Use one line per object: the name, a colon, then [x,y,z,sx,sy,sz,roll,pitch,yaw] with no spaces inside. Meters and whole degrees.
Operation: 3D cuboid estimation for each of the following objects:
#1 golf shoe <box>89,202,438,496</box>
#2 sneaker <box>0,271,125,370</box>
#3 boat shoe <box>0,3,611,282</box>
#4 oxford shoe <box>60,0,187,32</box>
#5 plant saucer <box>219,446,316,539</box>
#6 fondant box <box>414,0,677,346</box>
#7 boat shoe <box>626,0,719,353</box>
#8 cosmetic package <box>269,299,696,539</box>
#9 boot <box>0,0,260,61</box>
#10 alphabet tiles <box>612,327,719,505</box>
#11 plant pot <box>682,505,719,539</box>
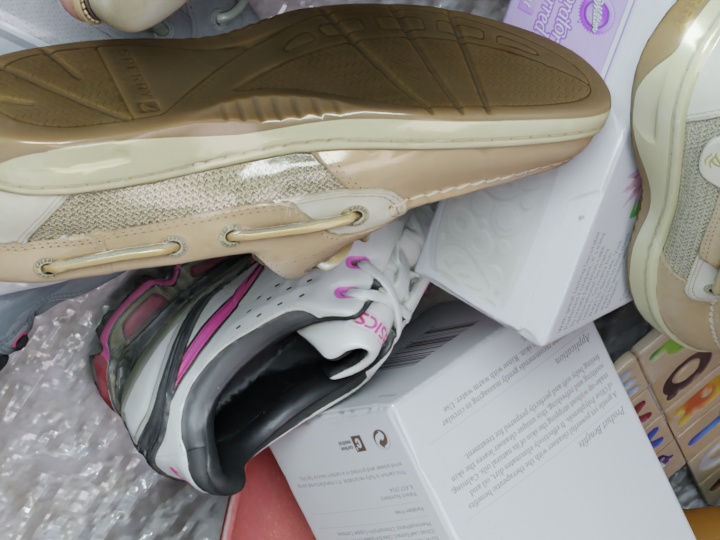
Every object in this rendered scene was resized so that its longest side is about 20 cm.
golf shoe: [0.000,0.000,0.851,0.200,0.092,0.073,-45,131,0]
sneaker: [-0.149,0.039,0.781,0.200,0.084,0.121,-17,125,-14]
boat shoe: [-0.023,-0.035,0.731,0.200,0.071,0.065,-5,125,-13]
oxford shoe: [-0.002,-0.135,0.672,0.200,0.074,0.071,-48,165,0]
plant saucer: [0.015,0.154,0.931,0.199,0.037,0.200,24,67,-31]
fondant box: [0.113,-0.069,0.848,0.200,0.058,0.144,-24,138,-55]
boat shoe: [0.132,-0.020,0.790,0.072,0.065,0.200,-50,155,-19]
cosmetic package: [0.063,0.117,0.897,0.108,0.085,0.200,-31,102,-37]
boot: [-0.057,-0.092,0.753,0.200,0.074,0.096,20,116,-41]
alphabet tiles: [0.168,0.037,1.012,0.167,0.008,0.200,-40,152,-3]
plant pot: [0.184,0.179,1.054,0.183,0.200,0.200,10,116,-23]
